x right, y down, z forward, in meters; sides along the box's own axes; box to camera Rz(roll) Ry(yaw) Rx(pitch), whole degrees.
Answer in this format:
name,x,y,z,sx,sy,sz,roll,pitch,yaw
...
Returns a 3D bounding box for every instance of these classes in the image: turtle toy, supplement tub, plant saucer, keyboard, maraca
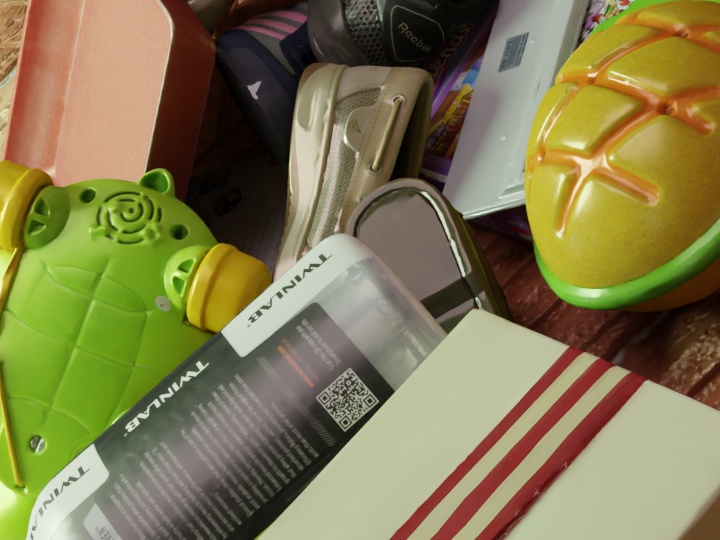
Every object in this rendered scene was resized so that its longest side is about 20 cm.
name,x,y,z,sx,sy,sz,roll,pitch,yaw
turtle toy,-0.124,0.048,1.140,0.145,0.101,0.201,22,91,11
supplement tub,-0.041,0.092,0.963,0.200,0.123,0.123,-41,34,-2
plant saucer,-0.127,-0.079,1.254,0.200,0.036,0.201,-124,41,-51
keyboard,0.079,-0.104,1.175,0.056,0.011,0.201,-20,41,41
maraca,0.133,-0.066,1.058,0.137,0.107,0.201,-18,41,37

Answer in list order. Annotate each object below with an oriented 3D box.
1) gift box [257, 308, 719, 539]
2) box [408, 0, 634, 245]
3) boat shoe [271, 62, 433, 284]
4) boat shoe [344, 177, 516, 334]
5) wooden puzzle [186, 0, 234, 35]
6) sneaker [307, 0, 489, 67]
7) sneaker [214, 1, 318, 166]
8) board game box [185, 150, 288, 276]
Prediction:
name,x,y,z,sx,sy,sz,roll,pitch,yaw
gift box,0.055,0.149,0.858,0.187,0.185,0.200,-46,30,-17
box,0.100,-0.111,1.202,0.200,0.039,0.137,-52,35,-11
boat shoe,0.000,0.000,1.142,0.065,0.072,0.201,1,72,14
boat shoe,0.050,0.056,1.056,0.072,0.068,0.201,-20,61,17
wooden puzzle,-0.095,-0.145,1.345,0.186,0.046,0.201,118,174,-46
sneaker,0.027,-0.185,1.253,0.114,0.076,0.200,-32,40,26
sneaker,-0.028,-0.108,1.266,0.082,0.070,0.200,-29,14,2
board game box,-0.079,0.028,1.249,0.126,0.035,0.201,-16,43,35
